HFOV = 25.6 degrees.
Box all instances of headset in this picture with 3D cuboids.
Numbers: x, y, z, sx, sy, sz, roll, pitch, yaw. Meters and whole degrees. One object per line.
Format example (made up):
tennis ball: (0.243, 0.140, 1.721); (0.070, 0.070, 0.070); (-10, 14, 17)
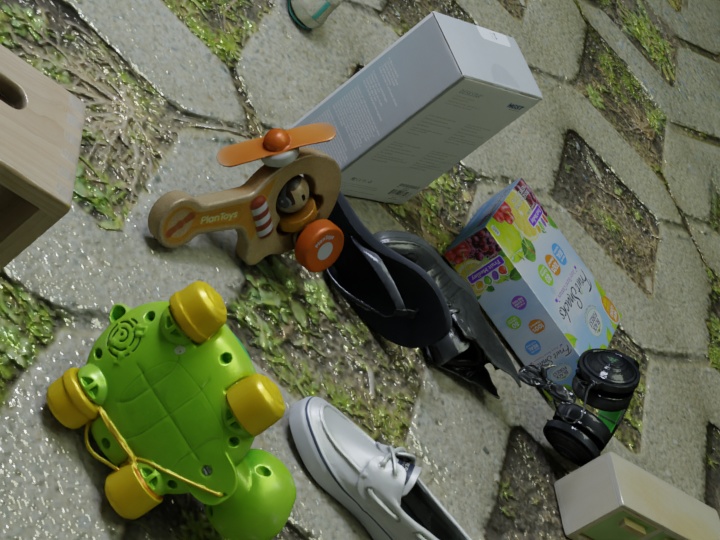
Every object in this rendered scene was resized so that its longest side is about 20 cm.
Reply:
headset: (0.224, 0.132, 1.614); (0.093, 0.125, 0.200); (28, 3, 23)

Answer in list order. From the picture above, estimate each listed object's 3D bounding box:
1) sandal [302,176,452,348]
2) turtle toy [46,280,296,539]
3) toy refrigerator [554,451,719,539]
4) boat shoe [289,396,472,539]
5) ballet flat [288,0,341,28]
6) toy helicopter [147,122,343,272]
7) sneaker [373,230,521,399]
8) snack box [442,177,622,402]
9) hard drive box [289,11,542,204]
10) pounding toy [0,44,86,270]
sandal: (-0.001, 0.000, 1.464); (0.200, 0.076, 0.043); (44, 28, 0)
turtle toy: (-0.119, 0.108, 1.125); (0.201, 0.145, 0.101); (57, 8, 1)
toy refrigerator: (0.293, 0.263, 1.629); (0.199, 0.076, 0.071); (31, 37, -38)
boat shoe: (0.023, 0.176, 1.320); (0.200, 0.065, 0.074); (49, 30, -13)
ballet flat: (-0.047, -0.345, 1.747); (0.067, 0.062, 0.202); (31, 37, -37)
toy helicopter: (-0.093, -0.063, 1.344); (0.199, 0.134, 0.079); (-13, 40, -42)
sneaker: (0.078, 0.044, 1.543); (0.199, 0.060, 0.105); (35, 31, -41)
snack box: (0.193, 0.018, 1.736); (0.201, 0.067, 0.169); (54, 28, -7)
hard drive box: (0.056, -0.155, 1.569); (0.155, 0.199, 0.077); (6, 55, -55)
pounding toy: (-0.293, -0.106, 1.010); (0.199, 0.183, 0.143); (35, 35, -32)
